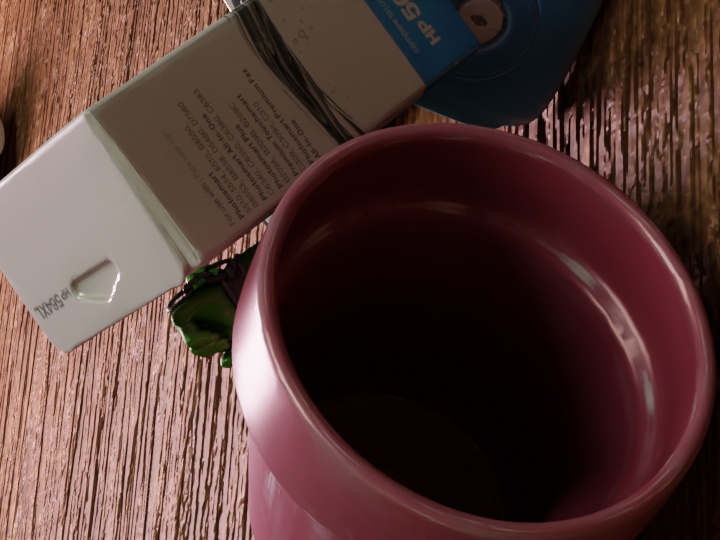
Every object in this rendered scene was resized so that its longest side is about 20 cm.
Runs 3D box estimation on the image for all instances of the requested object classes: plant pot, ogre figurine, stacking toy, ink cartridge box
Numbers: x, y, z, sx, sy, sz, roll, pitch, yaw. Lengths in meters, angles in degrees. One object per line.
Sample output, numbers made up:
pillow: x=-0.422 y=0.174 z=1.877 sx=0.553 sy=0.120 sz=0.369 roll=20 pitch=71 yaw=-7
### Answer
plant pot: x=0.030 y=0.066 z=0.848 sx=0.179 sy=0.199 sz=0.201 roll=116 pitch=156 yaw=-52
ogre figurine: x=0.000 y=0.000 z=0.967 sx=0.120 sy=0.200 sz=0.098 roll=-38 pitch=52 yaw=21
stacking toy: x=0.049 y=-0.168 z=1.035 sx=0.200 sy=0.116 sz=0.110 roll=-101 pitch=34 yaw=-61
ink cartridge box: x=-0.064 y=-0.063 z=0.893 sx=0.200 sy=0.084 sz=0.146 roll=-39 pitch=6 yaw=-37

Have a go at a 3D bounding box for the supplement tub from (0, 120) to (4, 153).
supplement tub: x=-0.432 y=-0.079 z=1.851 sx=0.200 sy=0.144 sz=0.145 roll=-50 pitch=35 yaw=39

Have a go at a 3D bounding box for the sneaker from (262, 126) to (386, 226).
sneaker: x=-0.008 y=-0.109 z=1.126 sx=0.083 sy=0.071 sz=0.201 roll=20 pitch=94 yaw=62

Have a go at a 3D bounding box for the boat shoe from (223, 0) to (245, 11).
boat shoe: x=-0.050 y=-0.176 z=1.241 sx=0.066 sy=0.074 sz=0.200 roll=-44 pitch=40 yaw=42
